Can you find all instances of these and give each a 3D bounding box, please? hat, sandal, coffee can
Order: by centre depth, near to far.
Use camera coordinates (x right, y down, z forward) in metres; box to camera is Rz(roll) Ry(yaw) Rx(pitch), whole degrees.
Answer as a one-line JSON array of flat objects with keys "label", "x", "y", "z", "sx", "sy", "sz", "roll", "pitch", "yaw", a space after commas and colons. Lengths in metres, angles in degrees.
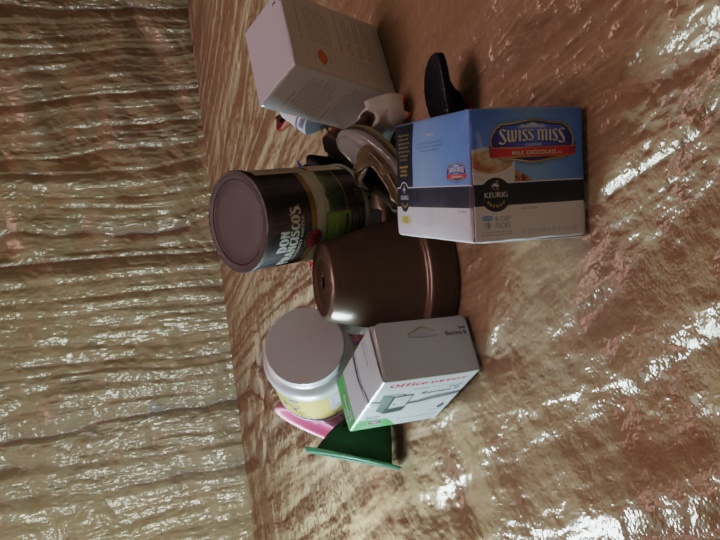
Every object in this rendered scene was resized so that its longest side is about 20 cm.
[{"label": "sandal", "x": 0.126, "y": -0.182, "z": 1.028, "sx": 0.075, "sy": 0.045, "sz": 0.201, "roll": -150, "pitch": 42, "yaw": -75}, {"label": "coffee can", "x": -0.105, "y": -0.083, "z": 1.198, "sx": 0.146, "sy": 0.199, "sz": 0.147, "roll": 12, "pitch": 107, "yaw": 44}, {"label": "hat", "x": 0.012, "y": 0.246, "z": 1.393, "sx": 0.199, "sy": 0.166, "sz": 0.177, "roll": 2, "pitch": 73, "yaw": 30}]

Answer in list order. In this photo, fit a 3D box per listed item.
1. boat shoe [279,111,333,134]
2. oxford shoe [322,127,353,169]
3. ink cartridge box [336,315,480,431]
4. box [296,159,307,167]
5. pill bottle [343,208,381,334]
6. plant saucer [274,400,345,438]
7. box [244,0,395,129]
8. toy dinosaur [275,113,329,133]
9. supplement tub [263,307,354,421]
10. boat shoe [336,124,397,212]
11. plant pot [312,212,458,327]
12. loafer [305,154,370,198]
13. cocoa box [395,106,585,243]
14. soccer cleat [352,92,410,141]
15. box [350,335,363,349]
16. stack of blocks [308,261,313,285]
[{"label": "boat shoe", "x": -0.071, "y": -0.284, "z": 1.382, "sx": 0.200, "sy": 0.065, "sz": 0.074, "roll": -27, "pitch": -36, "yaw": -64}, {"label": "oxford shoe", "x": -0.025, "y": -0.207, "z": 1.455, "sx": 0.071, "sy": 0.071, "sz": 0.200, "roll": 34, "pitch": 160, "yaw": 9}, {"label": "ink cartridge box", "x": 0.062, "y": 0.148, "z": 1.127, "sx": 0.200, "sy": 0.145, "sz": 0.084, "roll": 115, "pitch": 145, "yaw": -58}, {"label": "box", "x": -0.056, "y": -0.126, "z": 1.494, "sx": 0.200, "sy": 0.032, "sz": 0.121, "roll": 50, "pitch": 165, "yaw": 45}, {"label": "pill bottle", "x": 0.000, "y": 0.000, "z": 1.333, "sx": 0.112, "sy": 0.112, "sz": 0.201, "roll": -152, "pitch": 58, "yaw": -69}, {"label": "plant saucer", "x": -0.064, "y": 0.284, "z": 1.525, "sx": 0.051, "sy": 0.200, "sz": 0.201, "roll": -67, "pitch": 9, "yaw": -21}, {"label": "box", "x": -0.064, "y": -0.327, "z": 1.266, "sx": 0.106, "sy": 0.199, "sz": 0.153, "roll": -38, "pitch": 55, "yaw": 42}, {"label": "toy dinosaur", "x": -0.116, "y": -0.346, "z": 1.530, "sx": 0.181, "sy": 0.200, "sz": 0.105, "roll": -39, "pitch": 57, "yaw": 14}, {"label": "supplement tub", "x": -0.078, "y": 0.153, "z": 1.289, "sx": 0.200, "sy": 0.145, "sz": 0.146, "roll": 80, "pitch": 176, "yaw": -65}, {"label": "boat shoe", "x": 0.021, "y": -0.153, "z": 1.181, "sx": 0.200, "sy": 0.068, "sz": 0.075, "roll": 38, "pitch": 157, "yaw": 39}, {"label": "plant pot", "x": 0.025, "y": 0.007, "z": 1.163, "sx": 0.200, "sy": 0.174, "sz": 0.202, "roll": 176, "pitch": 90, "yaw": -72}, {"label": "loafer", "x": -0.041, "y": -0.136, "z": 1.348, "sx": 0.200, "sy": 0.073, "sz": 0.072, "roll": -131, "pitch": 49, "yaw": -57}, {"label": "cocoa box", "x": 0.133, "y": -0.103, "z": 0.865, "sx": 0.200, "sy": 0.133, "sz": 0.132, "roll": -165, "pitch": 72, "yaw": -71}, {"label": "soccer cleat", "x": 0.018, "y": -0.213, "z": 1.277, "sx": 0.200, "sy": 0.077, "sz": 0.070, "roll": 115, "pitch": 146, "yaw": -57}, {"label": "box", "x": -0.030, "y": 0.185, "z": 1.501, "sx": 0.200, "sy": 0.095, "sz": 0.100, "roll": 140, "pitch": 124, "yaw": -68}, {"label": "stack of blocks", "x": -0.049, "y": 0.043, "z": 1.581, "sx": 0.115, "sy": 0.058, "sz": 0.201, "roll": 123, "pitch": 139, "yaw": -62}]
